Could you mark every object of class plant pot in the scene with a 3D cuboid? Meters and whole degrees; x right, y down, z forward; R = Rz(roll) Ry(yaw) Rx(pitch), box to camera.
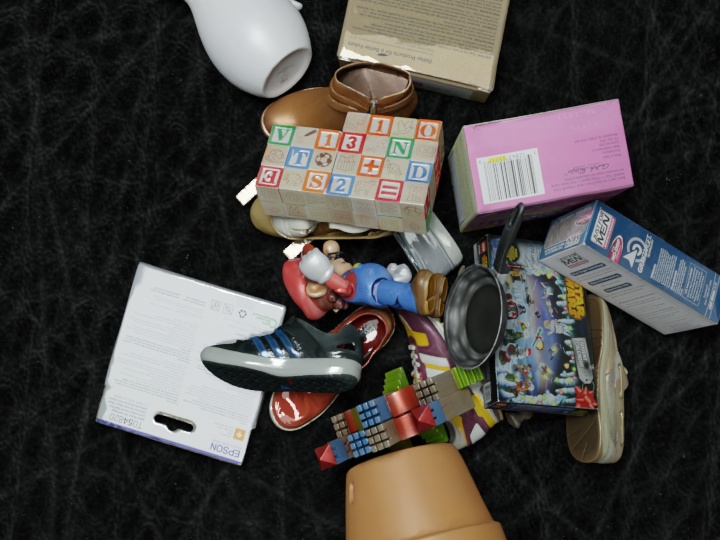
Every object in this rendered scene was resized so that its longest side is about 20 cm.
[{"bbox_3d":[0.063,0.288,1.096,0.196,0.201,0.143,-14,71,0],"label":"plant pot"}]

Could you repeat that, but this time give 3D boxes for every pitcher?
[{"bbox_3d":[-0.132,-0.326,1.166,0.171,0.122,0.201,-37,76,-16],"label":"pitcher"}]

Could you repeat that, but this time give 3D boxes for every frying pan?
[{"bbox_3d":[0.137,0.015,1.052,0.030,0.115,0.194,10,97,-27],"label":"frying pan"}]

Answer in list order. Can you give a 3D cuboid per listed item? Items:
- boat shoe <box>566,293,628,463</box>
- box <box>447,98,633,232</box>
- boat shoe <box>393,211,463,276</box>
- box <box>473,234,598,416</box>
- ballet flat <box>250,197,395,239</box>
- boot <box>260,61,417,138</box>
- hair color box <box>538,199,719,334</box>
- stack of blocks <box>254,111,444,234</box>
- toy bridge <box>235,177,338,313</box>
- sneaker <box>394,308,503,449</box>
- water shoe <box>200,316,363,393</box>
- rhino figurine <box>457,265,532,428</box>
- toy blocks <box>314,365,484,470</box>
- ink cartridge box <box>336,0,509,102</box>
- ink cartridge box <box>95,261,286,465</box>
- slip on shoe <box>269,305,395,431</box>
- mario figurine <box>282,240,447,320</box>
[{"bbox_3d":[0.291,0.132,1.159,0.064,0.072,0.205,11,73,-34],"label":"boat shoe"},{"bbox_3d":[0.200,-0.115,1.101,0.172,0.200,0.099,-10,87,0],"label":"box"},{"bbox_3d":[0.042,-0.069,1.165,0.071,0.070,0.202,-39,90,-5],"label":"boat shoe"},{"bbox_3d":[0.206,0.065,1.122,0.134,0.040,0.205,7,68,-21],"label":"box"},{"bbox_3d":[-0.044,-0.067,1.122,0.195,0.063,0.070,-2,107,12],"label":"ballet flat"},{"bbox_3d":[-0.029,-0.204,1.130,0.195,0.155,0.075,-9,86,0],"label":"boot"},{"bbox_3d":[0.321,0.000,1.115,0.197,0.100,0.061,28,70,-14],"label":"hair color box"},{"bbox_3d":[-0.010,-0.116,1.080,0.195,0.059,0.117,7,61,12],"label":"stack of blocks"},{"bbox_3d":[-0.068,-0.039,1.186,0.067,0.027,0.201,-42,88,-2],"label":"toy bridge"},{"bbox_3d":[0.086,0.124,1.154,0.089,0.075,0.202,-36,85,-2],"label":"sneaker"},{"bbox_3d":[-0.091,0.098,1.124,0.195,0.072,0.080,5,59,10],"label":"water shoe"},{"bbox_3d":[0.175,0.082,1.160,0.086,0.060,0.202,-29,86,-20],"label":"rhino figurine"},{"bbox_3d":[0.033,0.169,1.078,0.198,0.136,0.102,-26,81,31],"label":"toy blocks"},{"bbox_3d":[0.082,-0.314,1.175,0.195,0.075,0.169,13,89,1],"label":"ink cartridge box"},{"bbox_3d":[-0.208,0.114,1.173,0.195,0.041,0.204,17,88,1],"label":"ink cartridge box"},{"bbox_3d":[-0.037,0.117,1.162,0.200,0.061,0.074,-43,89,0],"label":"slip on shoe"},{"bbox_3d":[0.000,0.000,1.108,0.196,0.125,0.107,6,51,20],"label":"mario figurine"}]
